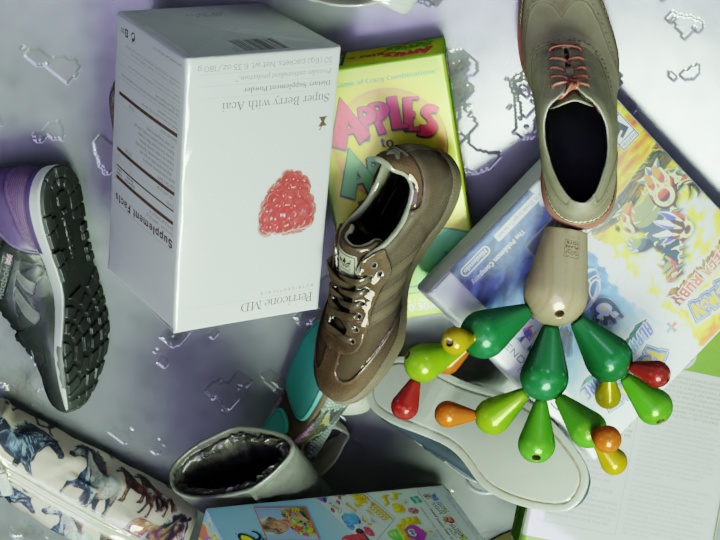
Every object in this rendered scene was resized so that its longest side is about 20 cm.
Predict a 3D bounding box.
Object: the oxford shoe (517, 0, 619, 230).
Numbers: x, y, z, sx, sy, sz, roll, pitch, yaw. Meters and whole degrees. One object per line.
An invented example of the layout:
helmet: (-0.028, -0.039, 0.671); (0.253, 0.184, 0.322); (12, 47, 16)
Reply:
oxford shoe: (0.150, -0.132, 1.127); (0.070, 0.075, 0.200); (-9, 83, 4)

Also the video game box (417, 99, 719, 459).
video game box: (0.174, 0.007, 1.196); (0.182, 0.047, 0.200); (44, 89, -13)

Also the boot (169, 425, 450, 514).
boot: (-0.031, 0.171, 1.248); (0.182, 0.073, 0.200); (-22, 140, 2)

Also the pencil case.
pencil case: (-0.224, 0.183, 1.313); (0.200, 0.089, 0.078); (31, 111, -9)

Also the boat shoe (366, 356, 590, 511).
boat shoe: (0.093, 0.129, 1.231); (0.200, 0.062, 0.075); (21, 79, 33)

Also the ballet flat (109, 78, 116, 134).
ballet flat: (-0.158, -0.064, 1.232); (0.067, 0.046, 0.200); (-20, 120, -24)

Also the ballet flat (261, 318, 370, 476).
ballet flat: (-0.035, 0.115, 1.288); (0.071, 0.069, 0.200); (12, 123, -27)

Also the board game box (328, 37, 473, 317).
board game box: (0.028, -0.064, 1.212); (0.101, 0.048, 0.200); (-8, 112, 8)

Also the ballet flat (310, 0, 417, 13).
ballet flat: (-0.046, -0.222, 1.148); (0.200, 0.069, 0.070); (13, 113, -2)

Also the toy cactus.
toy cactus: (0.129, 0.052, 1.134); (0.200, 0.102, 0.165); (9, 86, -1)

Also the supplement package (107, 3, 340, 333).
supplement package: (-0.100, -0.076, 1.155); (0.121, 0.120, 0.200); (-9, 118, -30)

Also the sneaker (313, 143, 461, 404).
sneaker: (0.000, 0.000, 1.159); (0.070, 0.075, 0.200); (30, 103, 38)

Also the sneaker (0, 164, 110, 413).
sneaker: (-0.254, 0.013, 1.264); (0.087, 0.076, 0.200); (2, 110, 19)

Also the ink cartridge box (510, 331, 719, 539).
ink cartridge box: (0.210, 0.130, 1.270); (0.148, 0.076, 0.200); (11, 88, 0)

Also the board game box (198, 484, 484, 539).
board game box: (-0.014, 0.235, 1.181); (0.200, 0.105, 0.103); (-1, 122, -29)

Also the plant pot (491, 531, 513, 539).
plant pot: (0.162, 0.328, 1.315); (0.200, 0.142, 0.200); (2, 113, 4)
